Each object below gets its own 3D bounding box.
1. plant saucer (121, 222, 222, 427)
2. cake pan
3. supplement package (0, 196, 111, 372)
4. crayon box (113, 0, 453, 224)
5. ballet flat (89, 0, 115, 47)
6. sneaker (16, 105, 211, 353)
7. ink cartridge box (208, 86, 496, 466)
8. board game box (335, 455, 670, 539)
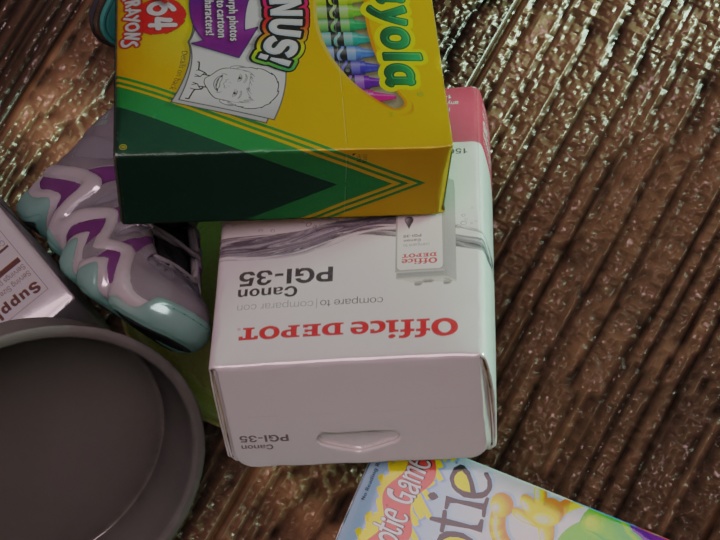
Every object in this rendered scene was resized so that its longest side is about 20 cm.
[{"bbox_3d":[-0.045,0.004,1.161,0.200,0.031,0.200,-2,72,6],"label":"plant saucer"},{"bbox_3d":[-0.185,0.109,1.076,0.200,0.200,0.037,-36,39,-4],"label":"cake pan"},{"bbox_3d":[-0.254,-0.004,1.143,0.117,0.117,0.200,-40,74,-6],"label":"supplement package"},{"bbox_3d":[-0.046,-0.118,1.064,0.172,0.058,0.200,-3,49,-4],"label":"crayon box"},{"bbox_3d":[-0.098,-0.220,1.221,0.200,0.073,0.073,-43,73,0],"label":"ballet flat"},{"bbox_3d":[-0.110,-0.047,1.094,0.140,0.078,0.200,-52,41,1],"label":"sneaker"},{"bbox_3d":[0.000,0.000,1.060,0.146,0.083,0.200,-3,48,5],"label":"ink cartridge box"},{"bbox_3d":[0.089,0.175,1.056,0.200,0.105,0.103,21,76,11],"label":"board game box"}]
